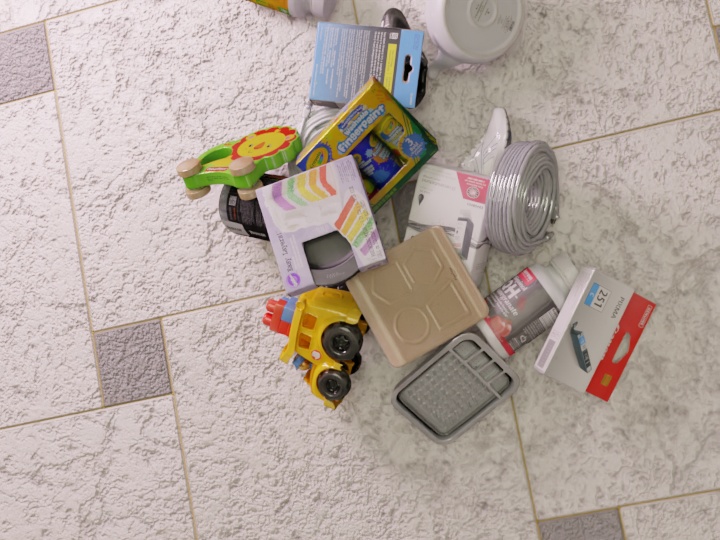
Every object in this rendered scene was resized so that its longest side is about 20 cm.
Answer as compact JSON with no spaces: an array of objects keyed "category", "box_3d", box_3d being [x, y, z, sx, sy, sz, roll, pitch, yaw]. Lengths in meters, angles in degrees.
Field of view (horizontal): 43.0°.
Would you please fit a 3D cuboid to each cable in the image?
[{"category":"cable","box_3d":[-0.042,-0.211,1.735,0.198,0.069,0.202,27,91,11]},{"category":"cable","box_3d":[0.283,-0.128,1.593,0.069,0.199,0.203,15,118,31]}]

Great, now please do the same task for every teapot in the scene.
[{"category":"teapot","box_3d":[0.198,-0.480,1.683,0.198,0.146,0.200,-26,111,-10]}]

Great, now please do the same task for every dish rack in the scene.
[{"category":"dish rack","box_3d":[0.166,0.205,1.634,0.200,0.044,0.171,-41,117,13]}]

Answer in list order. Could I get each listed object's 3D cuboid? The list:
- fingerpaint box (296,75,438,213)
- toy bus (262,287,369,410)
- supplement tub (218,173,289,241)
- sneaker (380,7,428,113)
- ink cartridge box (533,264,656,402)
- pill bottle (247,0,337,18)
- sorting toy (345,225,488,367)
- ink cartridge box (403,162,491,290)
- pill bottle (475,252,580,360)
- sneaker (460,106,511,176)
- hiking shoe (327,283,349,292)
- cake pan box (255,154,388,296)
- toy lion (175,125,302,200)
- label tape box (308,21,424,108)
[{"category":"fingerpaint box","box_3d":[0.011,-0.209,1.619,0.167,0.074,0.200,43,106,-16]},{"category":"toy bus","box_3d":[-0.086,0.125,1.649,0.189,0.136,0.203,15,112,4]},{"category":"supplement tub","box_3d":[-0.156,-0.114,1.686,0.198,0.122,0.124,13,87,37]},{"category":"sneaker","box_3d":[0.089,-0.401,1.710,0.066,0.090,0.203,-8,85,-21]},{"category":"ink cartridge box","box_3d":[0.419,0.117,1.590,0.175,0.045,0.202,25,93,-20]},{"category":"pill bottle","box_3d":[-0.145,-0.555,1.760,0.198,0.111,0.112,21,89,11]},{"category":"sorting toy","box_3d":[0.097,0.044,1.584,0.198,0.036,0.187,-28,82,-13]},{"category":"ink cartridge box","box_3d":[0.162,-0.081,1.648,0.144,0.085,0.203,17,103,23]},{"category":"pill bottle","box_3d":[0.301,0.059,1.629,0.199,0.111,0.111,-36,80,5]},{"category":"sneaker","box_3d":[0.229,-0.205,1.687,0.086,0.074,0.203,12,87,15]},{"category":"hiking shoe","box_3d":[0.000,0.000,1.714,0.100,0.076,0.202,25,99,3]},{"category":"cake pan box","box_3d":[-0.065,-0.071,1.555,0.182,0.052,0.203,-18,80,6]},{"category":"toy lion","box_3d":[-0.211,-0.208,1.682,0.197,0.192,0.069,2,128,30]},{"category":"label tape box","box_3d":[0.014,-0.368,1.671,0.197,0.063,0.147,7,88,9]}]
